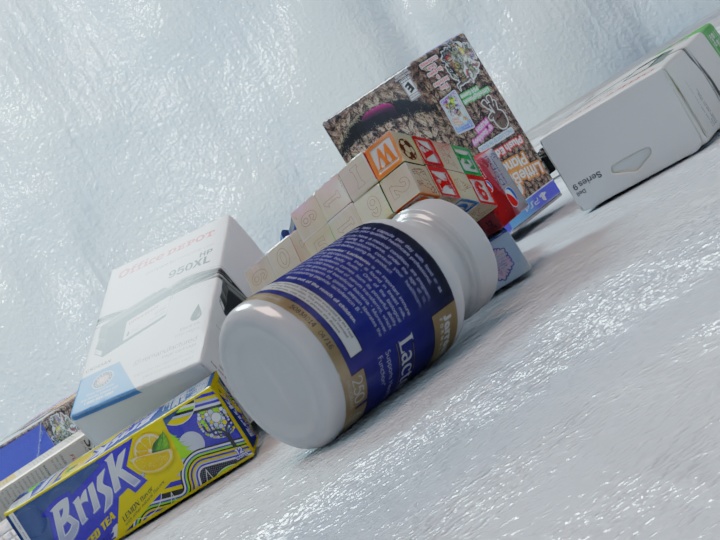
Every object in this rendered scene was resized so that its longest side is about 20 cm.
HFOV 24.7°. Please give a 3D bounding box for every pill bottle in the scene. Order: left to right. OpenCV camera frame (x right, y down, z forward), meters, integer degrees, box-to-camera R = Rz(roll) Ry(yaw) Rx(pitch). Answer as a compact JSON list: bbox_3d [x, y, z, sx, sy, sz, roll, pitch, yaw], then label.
[{"bbox_3d":[0.003,0.032,1.194,0.200,0.116,0.116,-35,5,-36],"label":"pill bottle"}]

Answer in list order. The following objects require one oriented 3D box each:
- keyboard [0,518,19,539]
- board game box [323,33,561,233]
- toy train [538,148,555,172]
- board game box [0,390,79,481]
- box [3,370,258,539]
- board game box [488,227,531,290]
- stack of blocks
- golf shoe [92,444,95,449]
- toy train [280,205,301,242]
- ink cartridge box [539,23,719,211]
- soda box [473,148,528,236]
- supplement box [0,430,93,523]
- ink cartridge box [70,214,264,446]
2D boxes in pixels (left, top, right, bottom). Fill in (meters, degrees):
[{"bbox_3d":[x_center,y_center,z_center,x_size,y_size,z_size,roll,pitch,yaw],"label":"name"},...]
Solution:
[{"bbox_3d":[-0.261,0.214,1.543,0.200,0.056,0.011,-34,-28,-27],"label":"keyboard"},{"bbox_3d":[0.084,-0.117,1.737,0.097,0.201,0.159,-35,4,-42],"label":"board game box"},{"bbox_3d":[0.168,-0.097,2.125,0.199,0.034,0.046,-30,15,20],"label":"toy train"},{"bbox_3d":[-0.362,0.218,1.976,0.159,0.097,0.200,-30,4,25],"label":"board game box"},{"bbox_3d":[-0.184,0.167,1.338,0.199,0.070,0.064,-32,5,4],"label":"box"},{"bbox_3d":[0.051,0.027,1.455,0.199,0.041,0.200,-32,3,3],"label":"board game box"},{"bbox_3d":[-0.002,-0.027,1.345,0.200,0.059,0.115,-38,-24,29],"label":"stack of blocks"},{"bbox_3d":[-0.146,0.143,1.523,0.200,0.079,0.097,-37,25,-24],"label":"golf shoe"},{"bbox_3d":[-0.067,0.021,1.637,0.046,0.201,0.034,5,31,-13],"label":"toy train"},{"bbox_3d":[0.275,-0.148,1.569,0.146,0.084,0.200,-31,4,30],"label":"ink cartridge box"},{"bbox_3d":[0.043,-0.029,1.435,0.200,0.064,0.070,-31,3,30],"label":"soda box"},{"bbox_3d":[-0.331,0.238,1.618,0.199,0.074,0.126,-33,3,-13],"label":"supplement box"},{"bbox_3d":[-0.163,0.063,1.473,0.144,0.084,0.201,-23,34,23],"label":"ink cartridge box"}]
